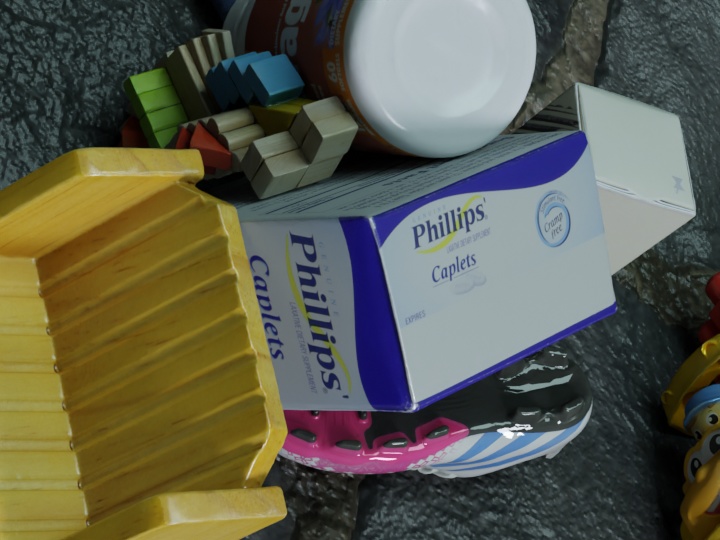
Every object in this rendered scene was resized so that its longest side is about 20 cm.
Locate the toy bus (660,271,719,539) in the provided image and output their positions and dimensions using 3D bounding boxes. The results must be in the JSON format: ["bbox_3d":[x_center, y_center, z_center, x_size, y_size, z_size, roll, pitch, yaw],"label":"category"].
[{"bbox_3d":[0.257,0.088,1.669,0.200,0.136,0.192,-14,61,-41],"label":"toy bus"}]

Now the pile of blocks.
[{"bbox_3d":[-0.083,-0.082,1.440,0.062,0.200,0.082,-19,104,-32],"label":"pile of blocks"}]

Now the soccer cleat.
[{"bbox_3d":[0.034,0.091,1.516,0.199,0.086,0.070,-3,59,-16],"label":"soccer cleat"}]

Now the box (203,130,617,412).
[{"bbox_3d":[0.000,0.000,1.428,0.184,0.200,0.105,-23,106,-46],"label":"box"}]

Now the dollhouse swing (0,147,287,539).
[{"bbox_3d":[-0.169,0.045,1.306,0.176,0.181,0.201,15,55,-51],"label":"dollhouse swing"}]

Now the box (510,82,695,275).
[{"bbox_3d":[0.095,-0.023,1.535,0.082,0.200,0.069,16,54,-33],"label":"box"}]

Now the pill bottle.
[{"bbox_3d":[0.001,-0.120,1.468,0.112,0.200,0.113,-2,95,-27],"label":"pill bottle"}]

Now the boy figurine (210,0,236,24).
[{"bbox_3d":[-0.080,-0.227,1.612,0.124,0.064,0.200,-14,78,-42],"label":"boy figurine"}]
